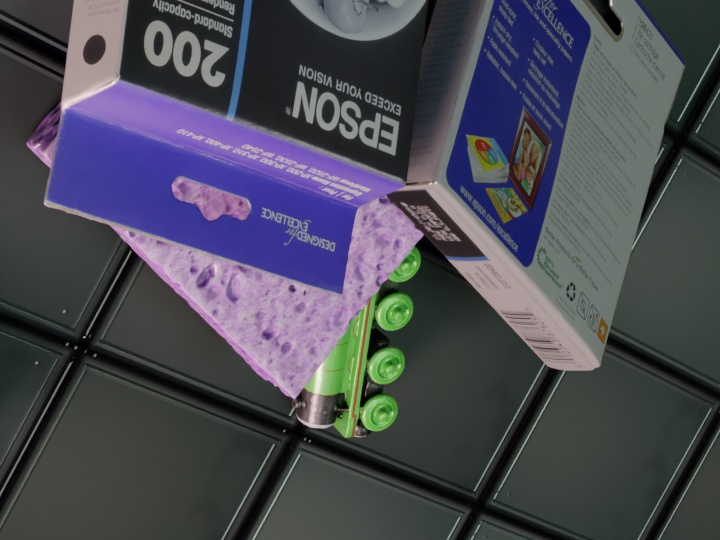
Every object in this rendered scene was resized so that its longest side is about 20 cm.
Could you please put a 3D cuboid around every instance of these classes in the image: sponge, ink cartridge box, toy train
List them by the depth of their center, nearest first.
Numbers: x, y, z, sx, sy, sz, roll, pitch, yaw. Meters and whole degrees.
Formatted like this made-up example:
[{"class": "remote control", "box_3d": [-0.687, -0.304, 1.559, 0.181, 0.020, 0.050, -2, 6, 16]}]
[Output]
[{"class": "ink cartridge box", "box_3d": [-0.050, -0.105, 1.170, 0.198, 0.043, 0.201, 17, 76, -44]}, {"class": "sponge", "box_3d": [-0.063, -0.039, 1.230, 0.112, 0.030, 0.200, -50, 123, -9]}, {"class": "toy train", "box_3d": [0.000, 0.000, 1.325, 0.056, 0.042, 0.201, -4, 115, -28]}, {"class": "ink cartridge box", "box_3d": [0.097, -0.080, 1.340, 0.198, 0.047, 0.201, 44, 53, -45]}]
